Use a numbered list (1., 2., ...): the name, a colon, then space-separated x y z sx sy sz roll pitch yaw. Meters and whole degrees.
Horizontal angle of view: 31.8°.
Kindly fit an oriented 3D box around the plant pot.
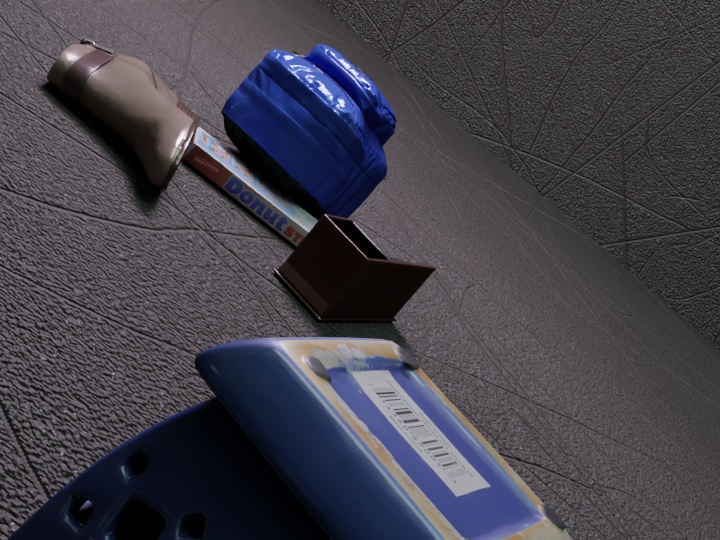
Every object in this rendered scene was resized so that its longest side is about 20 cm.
1. plant pot: -0.021 0.143 0.603 0.200 0.180 0.199 47 16 20

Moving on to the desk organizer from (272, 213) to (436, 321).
1. desk organizer: 0.000 0.000 1.293 0.072 0.077 0.200 46 14 18

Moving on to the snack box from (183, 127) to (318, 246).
1. snack box: -0.103 -0.077 1.354 0.199 0.024 0.072 38 14 -15

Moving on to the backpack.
1. backpack: -0.059 -0.168 1.435 0.162 0.169 0.200 38 3 20

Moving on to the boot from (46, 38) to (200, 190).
1. boot: -0.226 -0.153 1.193 0.145 0.071 0.200 32 15 -13
